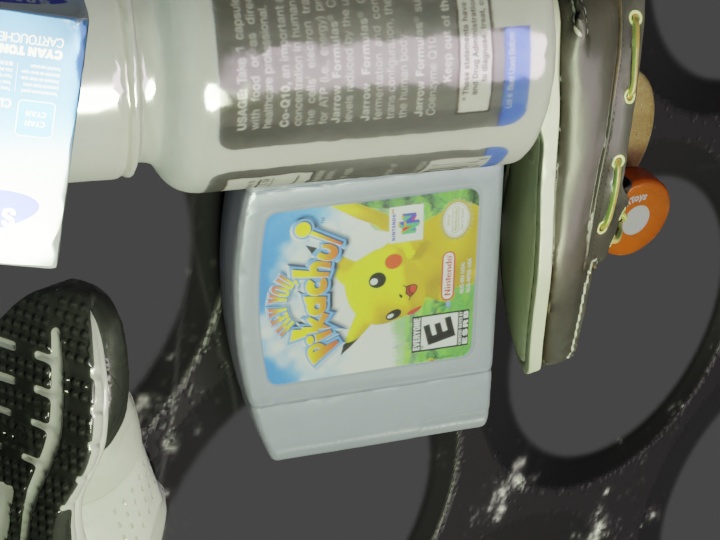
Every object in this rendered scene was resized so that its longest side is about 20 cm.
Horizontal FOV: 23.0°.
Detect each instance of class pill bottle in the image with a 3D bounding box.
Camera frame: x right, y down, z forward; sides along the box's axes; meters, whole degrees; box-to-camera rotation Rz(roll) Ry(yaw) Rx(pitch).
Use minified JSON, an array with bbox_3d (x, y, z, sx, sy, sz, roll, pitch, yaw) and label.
[{"bbox_3d":[-0.032,-0.091,0.718,0.199,0.114,0.114,-6,119,-15],"label":"pill bottle"}]

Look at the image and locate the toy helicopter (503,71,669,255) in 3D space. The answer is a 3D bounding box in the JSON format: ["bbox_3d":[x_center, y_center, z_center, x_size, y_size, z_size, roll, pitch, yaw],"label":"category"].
[{"bbox_3d":[0.065,-0.058,0.900,0.199,0.079,0.133,-21,133,-19],"label":"toy helicopter"}]

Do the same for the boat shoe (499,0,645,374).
[{"bbox_3d":[0.102,-0.043,0.849,0.060,0.072,0.202,-6,118,-11],"label":"boat shoe"}]

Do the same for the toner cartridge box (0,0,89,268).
[{"bbox_3d":[-0.199,-0.059,0.606,0.199,0.043,0.096,5,113,-17],"label":"toner cartridge box"}]

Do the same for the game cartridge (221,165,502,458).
[{"bbox_3d":[0.000,0.000,0.850,0.132,0.041,0.201,-7,121,-11],"label":"game cartridge"}]

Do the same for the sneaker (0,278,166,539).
[{"bbox_3d":[-0.128,0.089,0.810,0.080,0.073,0.201,-30,136,-47],"label":"sneaker"}]
